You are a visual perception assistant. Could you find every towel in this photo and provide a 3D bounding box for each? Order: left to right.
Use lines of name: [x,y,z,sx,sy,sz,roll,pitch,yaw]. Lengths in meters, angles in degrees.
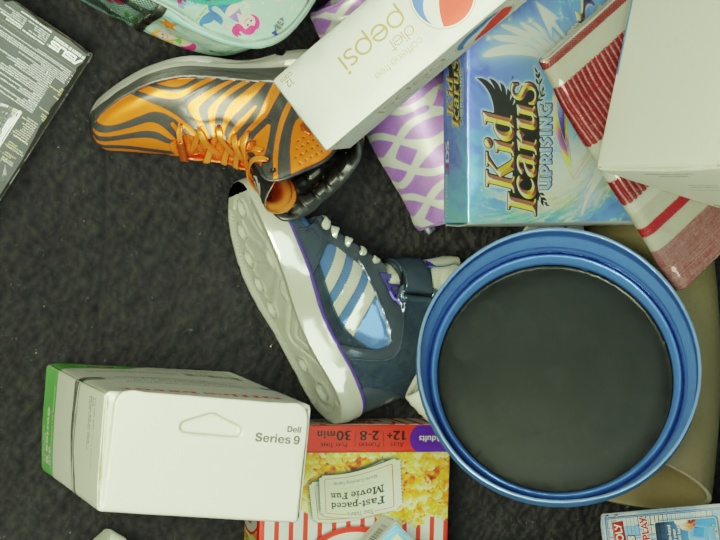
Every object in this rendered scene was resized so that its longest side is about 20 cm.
towel: [0.221,-0.107,1.663,0.144,0.023,0.201,-41,110,-22]

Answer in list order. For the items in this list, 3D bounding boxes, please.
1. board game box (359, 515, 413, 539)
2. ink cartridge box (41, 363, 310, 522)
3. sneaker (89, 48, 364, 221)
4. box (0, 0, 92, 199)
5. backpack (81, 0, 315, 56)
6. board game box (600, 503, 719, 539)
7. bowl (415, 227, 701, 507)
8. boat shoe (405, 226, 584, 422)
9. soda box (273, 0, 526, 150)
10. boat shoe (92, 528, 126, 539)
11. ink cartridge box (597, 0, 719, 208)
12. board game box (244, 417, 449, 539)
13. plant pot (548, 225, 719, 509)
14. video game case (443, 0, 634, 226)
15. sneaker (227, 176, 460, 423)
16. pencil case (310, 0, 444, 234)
board game box: [-0.002,0.300,1.723,0.200,0.034,0.135,-46,106,-10]
ink cartridge box: [-0.133,0.117,1.632,0.145,0.200,0.085,5,92,-18]
sneaker: [-0.093,-0.091,1.663,0.199,0.078,0.113,-10,59,3]
box: [-0.312,-0.140,1.641,0.199,0.050,0.158,33,82,-17]
backpack: [-0.112,-0.250,1.656,0.199,0.150,0.178,29,78,-23]
board game box: [0.255,0.215,1.773,0.199,0.200,0.062,0,76,-18]
bowl: [0.138,0.071,1.644,0.199,0.039,0.202,0,70,0]
boat shoe: [0.095,0.028,1.713,0.066,0.072,0.201,37,73,-20]
soda box: [0.040,-0.167,1.591,0.200,0.068,0.064,-40,85,14]
boat shoe: [-0.205,0.284,1.689,0.063,0.071,0.201,26,92,-17]
ink cartridge box: [0.294,-0.115,1.607,0.199,0.144,0.148,14,85,-29]
board game box: [-0.012,0.212,1.757,0.150,0.046,0.202,0,93,-18]
plant pot: [0.197,0.055,1.764,0.186,0.187,0.201,23,73,-18]
video game case: [0.148,-0.132,1.670,0.180,0.045,0.202,-1,92,-21]
sneaker: [0.000,0.000,1.743,0.146,0.080,0.201,-27,95,-26]
pencil case: [0.040,-0.127,1.741,0.085,0.084,0.201,-36,104,-37]
